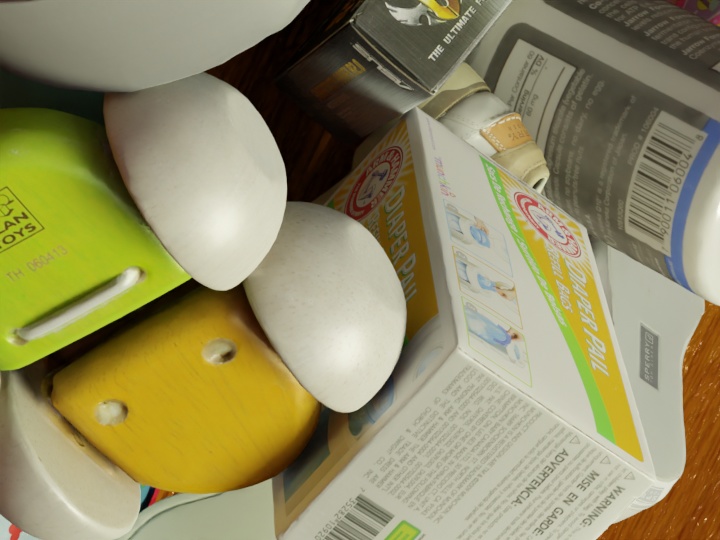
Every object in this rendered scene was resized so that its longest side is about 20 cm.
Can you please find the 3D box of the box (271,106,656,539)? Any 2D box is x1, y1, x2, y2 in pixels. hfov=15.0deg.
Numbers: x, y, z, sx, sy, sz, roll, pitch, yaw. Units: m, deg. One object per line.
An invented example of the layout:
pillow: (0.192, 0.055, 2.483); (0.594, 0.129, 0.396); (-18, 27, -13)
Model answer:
box: (0.033, 0.040, 1.110); (0.101, 0.200, 0.113); (34, 112, -21)

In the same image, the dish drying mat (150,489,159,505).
dish drying mat: (-0.096, 0.028, 1.242); (0.077, 0.018, 0.200); (-13, 126, -50)

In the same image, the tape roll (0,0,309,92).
tape roll: (-0.080, -0.163, 0.940); (0.200, 0.200, 0.066); (-54, 145, -7)

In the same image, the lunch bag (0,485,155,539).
lunch bag: (-0.163, 0.056, 1.122); (0.200, 0.082, 0.161); (-12, 122, -50)

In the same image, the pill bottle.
pill bottle: (0.120, -0.074, 1.280); (0.114, 0.200, 0.114); (-32, 138, -34)

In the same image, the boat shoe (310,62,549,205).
boat shoe: (0.000, 0.000, 1.237); (0.200, 0.068, 0.075); (-47, 167, 15)

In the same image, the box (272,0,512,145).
box: (0.055, -0.152, 1.190); (0.200, 0.048, 0.158); (-50, -173, -12)

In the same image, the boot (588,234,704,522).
boot: (0.109, 0.050, 1.336); (0.096, 0.074, 0.200); (-37, -155, 35)

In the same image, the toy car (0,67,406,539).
toy car: (-0.092, -0.008, 1.018); (0.175, 0.150, 0.200); (-28, 134, 17)

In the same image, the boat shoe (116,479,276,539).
boat shoe: (-0.049, 0.120, 1.210); (0.200, 0.073, 0.062); (-42, 162, -25)

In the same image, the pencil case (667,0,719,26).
pencil case: (0.199, -0.155, 1.390); (0.200, 0.087, 0.087); (-67, 150, -17)
